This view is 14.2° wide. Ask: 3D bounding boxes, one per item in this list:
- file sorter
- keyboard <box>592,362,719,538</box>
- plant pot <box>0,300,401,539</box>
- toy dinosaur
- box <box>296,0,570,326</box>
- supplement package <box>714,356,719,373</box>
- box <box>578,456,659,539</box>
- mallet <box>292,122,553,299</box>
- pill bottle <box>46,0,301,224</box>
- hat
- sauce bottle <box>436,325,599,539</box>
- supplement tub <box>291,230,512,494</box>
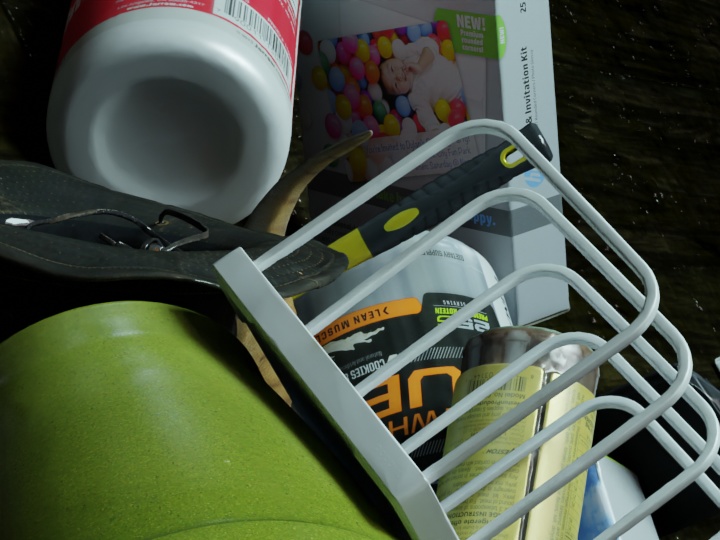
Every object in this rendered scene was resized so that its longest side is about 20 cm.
[{"bbox_3d":[0.058,0.062,1.082,0.139,0.124,0.200,49,-8,41],"label":"file sorter"},{"bbox_3d":[0.129,0.122,1.425,0.127,0.200,0.021,55,45,-8],"label":"keyboard"},{"bbox_3d":[-0.072,0.117,1.019,0.200,0.200,0.193,39,17,-41],"label":"plant pot"},{"bbox_3d":[-0.051,0.020,1.258,0.060,0.106,0.200,-84,177,-66],"label":"toy dinosaur"},{"bbox_3d":[0.032,-0.083,1.437,0.041,0.156,0.200,-18,112,-38],"label":"box"},{"bbox_3d":[0.359,0.121,2.032,0.121,0.120,0.200,2,59,-64],"label":"supplement package"},{"bbox_3d":[0.093,0.181,1.358,0.048,0.122,0.200,29,36,-45],"label":"box"},{"bbox_3d":[0.000,0.000,1.304,0.041,0.200,0.066,24,43,-82],"label":"mallet"},{"bbox_3d":[-0.084,-0.112,1.377,0.112,0.112,0.200,48,23,-25],"label":"pill bottle"},{"bbox_3d":[-0.109,0.014,1.148,0.201,0.200,0.081,-20,122,-69],"label":"hat"},{"bbox_3d":[0.057,0.124,1.213,0.065,0.065,0.200,37,56,-43],"label":"sauce bottle"},{"bbox_3d":[0.028,0.091,1.336,0.122,0.122,0.200,33,32,-48],"label":"supplement tub"}]
